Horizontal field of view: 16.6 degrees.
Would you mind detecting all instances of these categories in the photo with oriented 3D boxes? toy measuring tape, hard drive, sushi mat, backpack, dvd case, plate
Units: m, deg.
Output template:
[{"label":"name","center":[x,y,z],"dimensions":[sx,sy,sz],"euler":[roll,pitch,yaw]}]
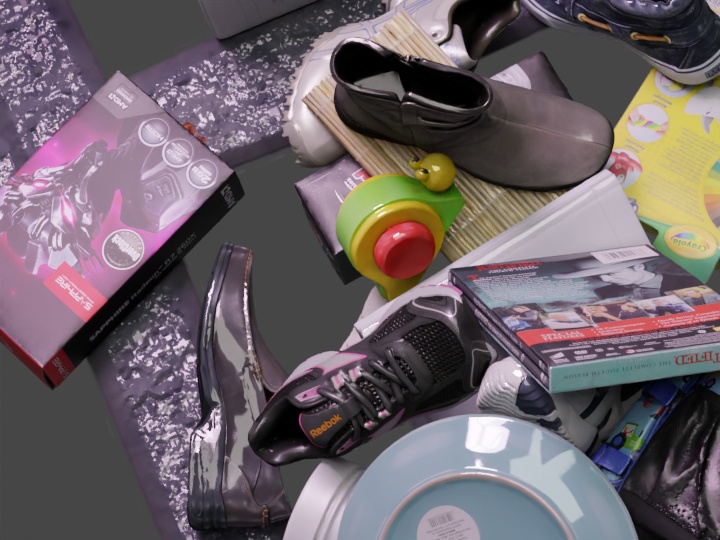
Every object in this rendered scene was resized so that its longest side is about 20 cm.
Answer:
[{"label":"toy measuring tape","center":[0.000,0.000,1.650],"dimensions":[0.074,0.074,0.200],"euler":[43,116,20]},{"label":"hard drive","center":[0.112,0.039,1.655],"dimensions":[0.200,0.026,0.132],"euler":[-32,112,-6]},{"label":"sushi mat","center":[0.061,-0.075,1.674],"dimensions":[0.096,0.012,0.200],"euler":[-43,90,-4]},{"label":"backpack","center":[0.256,0.107,1.567],"dimensions":[0.134,0.183,0.200],"euler":[30,80,29]},{"label":"dvd case","center":[0.152,0.027,1.541],"dimensions":[0.145,0.200,0.022],"euler":[-7,110,-15]},{"label":"plate","center":[0.075,0.189,1.521],"dimensions":[0.199,0.026,0.201],"euler":[2,97,19]}]

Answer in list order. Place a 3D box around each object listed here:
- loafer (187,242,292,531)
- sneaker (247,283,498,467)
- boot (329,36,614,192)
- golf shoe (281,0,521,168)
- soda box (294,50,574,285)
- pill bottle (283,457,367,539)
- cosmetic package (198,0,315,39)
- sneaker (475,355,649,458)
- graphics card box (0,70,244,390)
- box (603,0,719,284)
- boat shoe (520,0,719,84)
[{"label":"loafer","center":[-0.078,0.080,1.687],"dimensions":[0.072,0.073,0.201],"euler":[2,79,-1]},{"label":"sneaker","center":[0.004,0.082,1.573],"dimensions":[0.080,0.200,0.086],"euler":[52,44,-1]},{"label":"boot","center":[0.074,-0.100,1.603],"dimensions":[0.199,0.131,0.068],"euler":[13,86,-2]},{"label":"golf shoe","center":[0.030,-0.145,1.711],"dimensions":[0.097,0.078,0.200],"euler":[10,49,51]},{"label":"soda box","center":[0.057,-0.071,1.720],"dimensions":[0.200,0.071,0.063],"euler":[-29,70,-4]},{"label":"pill bottle","center":[0.054,0.196,1.600],"dimensions":[0.199,0.109,0.109],"euler":[23,74,15]},{"label":"cosmetic package","center":[-0.054,-0.302,1.773],"dimensions":[0.199,0.165,0.165],"euler":[-22,69,-1]},{"label":"sneaker","center":[0.148,0.061,1.588],"dimensions":[0.079,0.199,0.130],"euler":[13,74,37]},{"label":"graphics card box","center":[-0.194,-0.030,1.750],"dimensions":[0.125,0.051,0.200],"euler":[41,78,19]},{"label":"box","center":[0.242,-0.089,1.718],"dimensions":[0.117,0.048,0.200],"euler":[29,73,16]},{"label":"boat shoe","center":[0.172,-0.206,1.719],"dimensions":[0.200,0.091,0.071],"euler":[31,76,39]}]
